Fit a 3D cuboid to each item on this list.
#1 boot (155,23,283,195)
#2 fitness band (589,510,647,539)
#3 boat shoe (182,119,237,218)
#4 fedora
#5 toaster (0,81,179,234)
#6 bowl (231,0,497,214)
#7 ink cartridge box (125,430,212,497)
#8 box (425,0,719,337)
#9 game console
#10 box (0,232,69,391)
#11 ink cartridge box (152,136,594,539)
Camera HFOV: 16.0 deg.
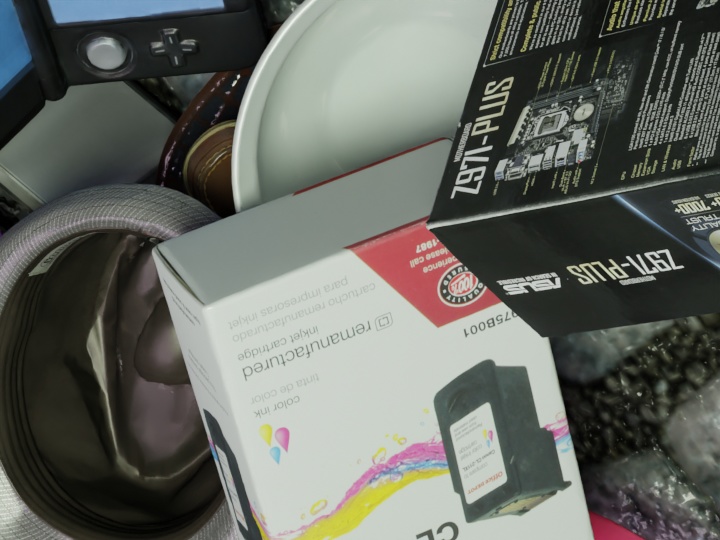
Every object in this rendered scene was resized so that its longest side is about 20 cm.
[{"bbox_3d":[-0.056,-0.034,1.312,0.075,0.097,0.201,32,106,20],"label":"boot"},{"bbox_3d":[0.158,0.183,1.261,0.199,0.037,0.144,30,163,29],"label":"fitness band"},{"bbox_3d":[0.000,0.001,1.237,0.200,0.068,0.072,39,102,-21],"label":"boat shoe"},{"bbox_3d":[-0.101,0.052,1.207,0.176,0.090,0.201,10,104,17],"label":"fedora"},{"bbox_3d":[-0.186,-0.032,1.368,0.200,0.119,0.181,40,136,8],"label":"toaster"},{"bbox_3d":[0.033,-0.064,1.169,0.200,0.090,0.202,-4,112,-9],"label":"bowl"},{"bbox_3d":[-0.015,0.143,1.296,0.083,0.145,0.200,-46,69,13],"label":"ink cartridge box"},{"bbox_3d":[0.135,-0.087,1.013,0.163,0.201,0.086,-10,141,41],"label":"box"},{"bbox_3d":[-0.147,-0.129,1.164,0.175,0.117,0.201,-4,137,10],"label":"game console"},{"bbox_3d":[-0.194,0.056,1.300,0.143,0.036,0.201,7,126,54],"label":"box"},{"bbox_3d":[0.011,0.065,1.112,0.083,0.145,0.201,-136,28,-62],"label":"ink cartridge box"}]
